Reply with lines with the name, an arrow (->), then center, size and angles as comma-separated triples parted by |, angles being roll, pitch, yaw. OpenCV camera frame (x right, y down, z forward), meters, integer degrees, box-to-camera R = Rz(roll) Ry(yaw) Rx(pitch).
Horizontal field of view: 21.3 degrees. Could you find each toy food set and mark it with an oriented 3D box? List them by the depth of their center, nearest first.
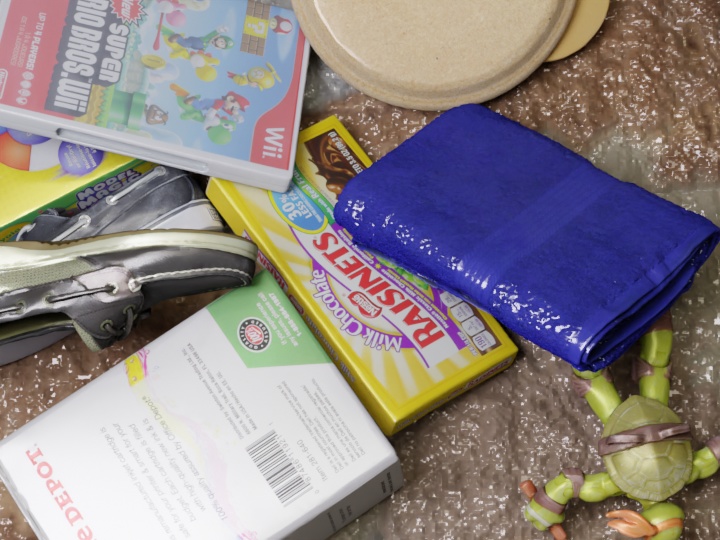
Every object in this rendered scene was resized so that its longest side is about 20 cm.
toy food set -> 0.050, -0.204, 1.249 | 0.200, 0.049, 0.198 | -30, 91, 3

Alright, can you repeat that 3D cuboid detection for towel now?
towel -> 0.099, -0.021, 1.168 | 0.200, 0.050, 0.148 | 32, 49, 28

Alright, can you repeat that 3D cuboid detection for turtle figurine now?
turtle figurine -> 0.157, 0.100, 1.149 | 0.200, 0.064, 0.162 | -13, 71, 0

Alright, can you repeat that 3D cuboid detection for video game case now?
video game case -> -0.134, -0.130, 1.215 | 0.200, 0.017, 0.143 | 13, 53, -10

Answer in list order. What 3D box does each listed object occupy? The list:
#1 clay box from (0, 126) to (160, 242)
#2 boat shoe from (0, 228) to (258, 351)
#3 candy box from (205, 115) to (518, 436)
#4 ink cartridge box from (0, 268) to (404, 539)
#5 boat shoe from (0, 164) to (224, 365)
clay box -> -0.215, -0.084, 1.247 | 0.200, 0.048, 0.115 | -28, 70, -6
boat shoe -> -0.159, 0.016, 1.132 | 0.200, 0.072, 0.066 | -4, 75, 0
candy box -> 0.000, 0.000, 1.199 | 0.102, 0.026, 0.200 | -29, 71, -25
ink cartridge box -> -0.096, 0.119, 1.151 | 0.200, 0.084, 0.145 | -33, 72, -8
boat shoe -> -0.186, -0.005, 1.205 | 0.200, 0.072, 0.068 | -31, 76, -9
